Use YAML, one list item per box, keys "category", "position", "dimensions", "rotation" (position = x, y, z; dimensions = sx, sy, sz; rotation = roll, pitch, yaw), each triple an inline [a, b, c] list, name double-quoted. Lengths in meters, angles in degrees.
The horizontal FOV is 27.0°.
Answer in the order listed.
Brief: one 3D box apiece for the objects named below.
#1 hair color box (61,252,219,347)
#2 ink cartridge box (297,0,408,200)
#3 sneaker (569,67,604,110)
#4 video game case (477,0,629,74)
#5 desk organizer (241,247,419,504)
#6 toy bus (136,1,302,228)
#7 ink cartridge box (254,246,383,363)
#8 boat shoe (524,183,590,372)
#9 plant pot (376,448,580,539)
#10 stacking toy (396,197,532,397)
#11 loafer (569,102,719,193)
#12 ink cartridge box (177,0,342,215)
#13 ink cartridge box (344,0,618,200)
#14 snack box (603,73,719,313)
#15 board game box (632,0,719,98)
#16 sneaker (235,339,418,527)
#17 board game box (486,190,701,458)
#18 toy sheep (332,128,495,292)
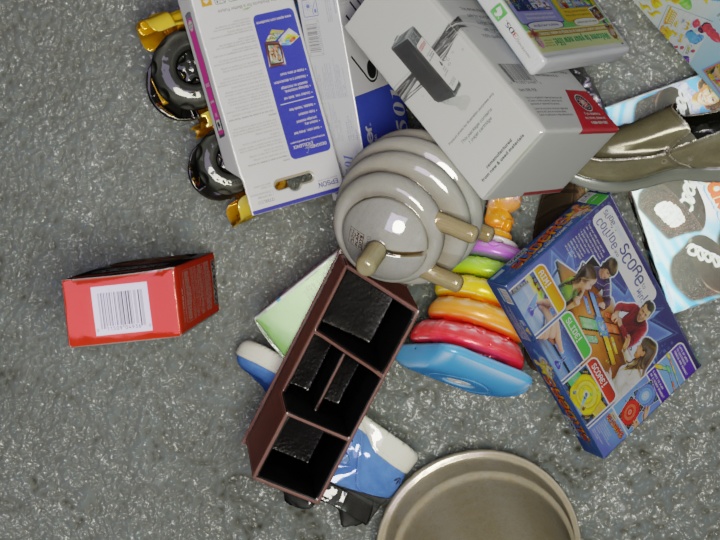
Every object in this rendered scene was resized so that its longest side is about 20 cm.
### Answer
- category: "hair color box"
  position: [-0.192, 0.024, 1.340]
  dimensions: [0.100, 0.200, 0.062]
  rotation: [-6, 93, 3]
- category: "ink cartridge box"
  position: [-0.003, -0.172, 1.338]
  dimensions: [0.044, 0.094, 0.202]
  rotation: [-2, 104, 30]
- category: "sneaker"
  position: [0.135, -0.188, 1.378]
  dimensions: [0.198, 0.060, 0.105]
  rotation: [13, 90, -1]
- category: "video game case"
  position: [0.141, -0.252, 1.296]
  dimensions: [0.022, 0.199, 0.183]
  rotation: [-39, 80, 30]
- category: "desk organizer"
  position: [-0.027, 0.093, 1.300]
  dimensions: [0.071, 0.077, 0.201]
  rotation: [23, 103, -16]
- category: "toy bus"
  position: [-0.088, -0.164, 1.369]
  dimensions: [0.191, 0.136, 0.202]
  rotation: [-26, 94, -11]
- category: "ink cartridge box"
  position: [0.000, 0.000, 1.376]
  dimensions: [0.199, 0.104, 0.059]
  rotation: [-39, 92, 5]
- category: "boat shoe"
  position: [0.203, -0.003, 1.391]
  dimensions: [0.075, 0.072, 0.202]
  rotation: [8, 94, -23]
- category: "plant pot"
  position: [0.119, 0.284, 1.333]
  dimensions: [0.198, 0.184, 0.203]
  rotation: [-1, 101, -5]
- category: "stacking toy"
  position: [0.115, 0.008, 1.383]
  dimensions: [0.109, 0.116, 0.202]
  rotation: [21, 76, -26]
- category: "loafer"
  position: [0.262, -0.118, 1.324]
  dimensions: [0.197, 0.075, 0.070]
  rotation: [-5, 122, -6]
- category: "ink cartridge box"
  position: [-0.085, -0.153, 1.288]
  dimensions: [0.094, 0.037, 0.202]
  rotation: [-17, 91, -26]
- category: "ink cartridge box"
  position: [0.101, -0.163, 1.258]
  dimensions: [0.084, 0.144, 0.201]
  rotation: [-47, 69, 29]
- category: "snack box"
  position: [0.308, -0.074, 1.387]
  dimensions: [0.115, 0.037, 0.202]
  rotation: [-19, 92, 4]
- category: "board game box"
  position: [0.336, -0.240, 1.325]
  dimensions: [0.200, 0.105, 0.103]
  rotation: [48, 64, -1]
- category: "sneaker"
  position: [-0.055, 0.160, 1.403]
  dimensions: [0.199, 0.077, 0.112]
  rotation: [37, 86, -6]
- category: "board game box"
  position: [0.213, 0.049, 1.346]
  dimensions: [0.135, 0.034, 0.201]
  rotation: [-39, 113, -18]
- category: "toy sheep"
  position: [0.043, -0.049, 1.247]
  dimensions: [0.136, 0.200, 0.139]
  rotation: [9, 117, 18]
